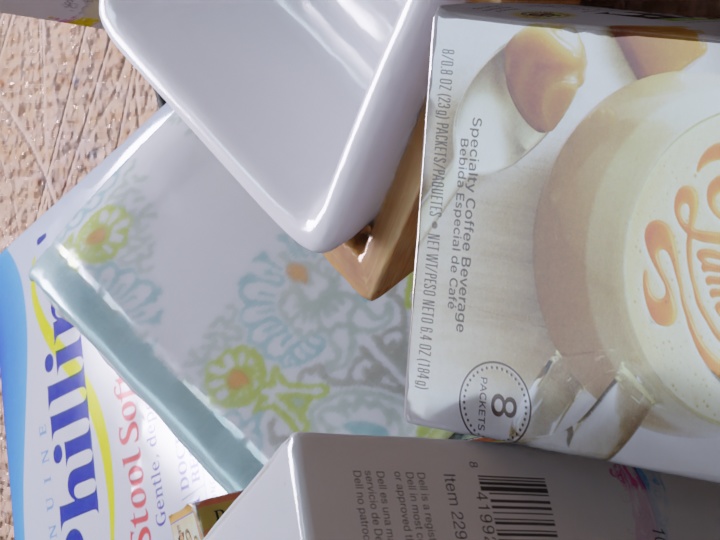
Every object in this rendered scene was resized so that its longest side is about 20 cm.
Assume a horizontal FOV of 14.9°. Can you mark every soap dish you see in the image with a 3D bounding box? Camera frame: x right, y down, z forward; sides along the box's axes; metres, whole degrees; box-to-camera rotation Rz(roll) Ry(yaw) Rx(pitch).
[{"bbox_3d":[0.007,-0.118,0.858,0.157,0.081,0.201,47,128,35],"label":"soap dish"}]

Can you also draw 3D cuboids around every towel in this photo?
[{"bbox_3d":[0.000,0.000,0.926,0.171,0.048,0.200,-45,57,-4],"label":"towel"}]

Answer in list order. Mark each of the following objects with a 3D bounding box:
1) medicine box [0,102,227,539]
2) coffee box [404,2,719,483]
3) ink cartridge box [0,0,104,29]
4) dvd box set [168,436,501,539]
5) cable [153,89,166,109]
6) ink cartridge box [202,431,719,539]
[{"bbox_3d":[-0.048,0.042,1.065,0.200,0.102,0.183,-37,52,43],"label":"medicine box"},{"bbox_3d":[0.116,-0.005,0.698,0.199,0.080,0.115,8,98,35],"label":"coffee box"},{"bbox_3d":[-0.112,-0.193,1.163,0.147,0.199,0.146,-26,60,60],"label":"ink cartridge box"},{"bbox_3d":[0.036,0.152,0.807,0.029,0.146,0.201,-34,70,62],"label":"dvd box set"},{"bbox_3d":[-0.079,-0.031,1.231,0.097,0.050,0.201,-17,72,60],"label":"cable"},{"bbox_3d":[0.066,0.128,0.740,0.088,0.199,0.146,128,138,-52],"label":"ink cartridge box"}]
